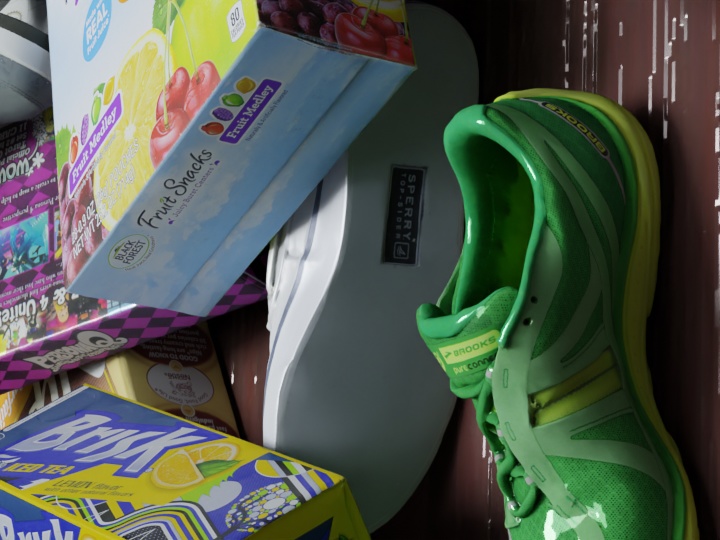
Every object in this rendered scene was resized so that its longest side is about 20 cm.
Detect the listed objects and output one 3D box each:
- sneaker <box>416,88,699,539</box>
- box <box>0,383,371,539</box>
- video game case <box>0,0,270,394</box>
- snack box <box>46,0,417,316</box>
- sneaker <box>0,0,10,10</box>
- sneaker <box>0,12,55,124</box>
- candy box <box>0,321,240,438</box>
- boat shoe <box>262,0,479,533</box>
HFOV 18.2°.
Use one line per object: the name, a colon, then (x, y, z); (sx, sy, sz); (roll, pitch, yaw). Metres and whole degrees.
sneaker: (0.055, 0.038, 0.723); (0.074, 0.084, 0.200); (-25, 65, 53)
box: (-0.074, 0.097, 0.819); (0.200, 0.070, 0.064); (11, 125, 57)
video game case: (-0.126, -0.046, 0.976); (0.200, 0.036, 0.181); (-20, 59, 29)
snack box: (-0.058, -0.112, 0.842); (0.169, 0.068, 0.200); (-48, 39, 44)
sneaker: (-0.135, -0.191, 1.009); (0.088, 0.076, 0.200); (-45, 14, 42)
sneaker: (-0.209, -0.044, 0.955); (0.200, 0.084, 0.121); (-4, 62, 45)
candy box: (-0.120, 0.042, 1.017); (0.115, 0.055, 0.200); (-50, 45, 39)
boat shoe: (0.000, 0.000, 0.839); (0.065, 0.074, 0.200); (9, 86, 66)
